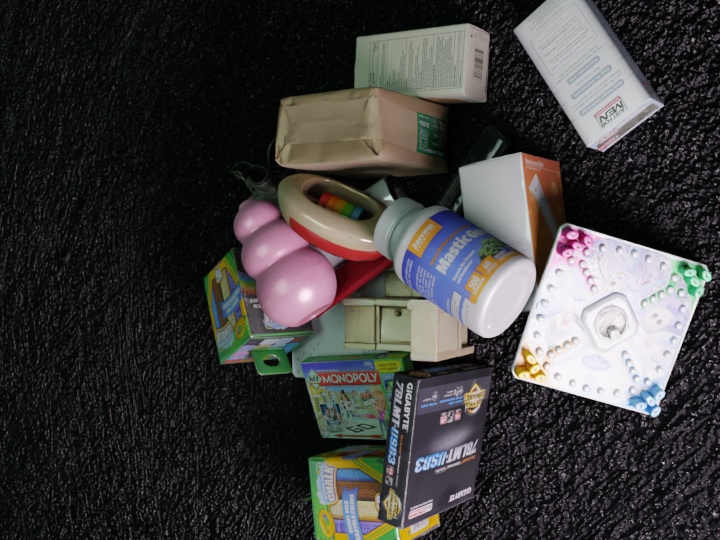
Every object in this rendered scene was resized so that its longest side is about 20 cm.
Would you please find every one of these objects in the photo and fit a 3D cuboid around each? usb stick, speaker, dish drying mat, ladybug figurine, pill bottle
[{"bbox_3d":[0.153,-0.121,1.203,0.201,0.032,0.056,-57,40,21],"label":"usb stick"},{"bbox_3d":[-0.016,-0.064,1.284,0.199,0.081,0.082,-32,72,22],"label":"speaker"},{"bbox_3d":[0.000,0.000,1.244,0.199,0.018,0.077,-35,28,35],"label":"dish drying mat"},{"bbox_3d":[-0.032,-0.071,1.181,0.198,0.136,0.073,27,123,14],"label":"ladybug figurine"},{"bbox_3d":[0.112,-0.013,1.036,0.199,0.111,0.113,35,110,32],"label":"pill bottle"}]

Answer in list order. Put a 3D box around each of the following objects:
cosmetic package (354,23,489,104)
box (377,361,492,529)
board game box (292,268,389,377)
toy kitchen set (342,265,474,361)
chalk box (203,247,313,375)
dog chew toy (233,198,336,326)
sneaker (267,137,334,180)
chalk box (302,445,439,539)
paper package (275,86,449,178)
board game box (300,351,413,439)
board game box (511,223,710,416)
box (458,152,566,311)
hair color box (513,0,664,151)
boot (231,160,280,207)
[{"bbox_3d":[0.089,-0.303,1.230,0.198,0.071,0.107,7,94,36],"label":"cosmetic package"},{"bbox_3d":[0.107,0.235,1.139,0.049,0.199,0.202,9,94,37],"label":"box"},{"bbox_3d":[-0.031,0.078,1.347,0.198,0.026,0.203,-2,89,36],"label":"board game box"},{"bbox_3d":[0.047,0.037,1.179,0.197,0.180,0.166,0,89,24],"label":"toy kitchen set"},{"bbox_3d":[-0.166,0.079,1.358,0.124,0.124,0.202,-37,60,48],"label":"chalk box"},{"bbox_3d":[-0.122,-0.018,1.229,0.124,0.124,0.201,-38,80,30],"label":"dog chew toy"},{"bbox_3d":[-0.088,-0.141,1.343,0.071,0.099,0.201,-42,69,26],"label":"sneaker"},{"bbox_3d":[0.003,0.336,1.252,0.198,0.124,0.126,-7,86,35],"label":"chalk box"},{"bbox_3d":[0.009,-0.198,1.210,0.189,0.199,0.105,2,91,36],"label":"paper package"},{"bbox_3d":[0.005,0.199,1.295,0.198,0.029,0.136,-7,105,36],"label":"board game box"},{"bbox_3d":[0.310,0.066,1.012,0.197,0.026,0.203,16,101,-7],"label":"board game box"},{"bbox_3d":[0.213,-0.045,1.106,0.097,0.124,0.203,-9,85,37],"label":"box"},{"bbox_3d":[0.299,-0.269,1.083,0.099,0.060,0.202,-38,68,30],"label":"hair color box"},{"bbox_3d":[-0.165,-0.134,1.356,0.068,0.131,0.199,-52,32,-14],"label":"boot"}]
